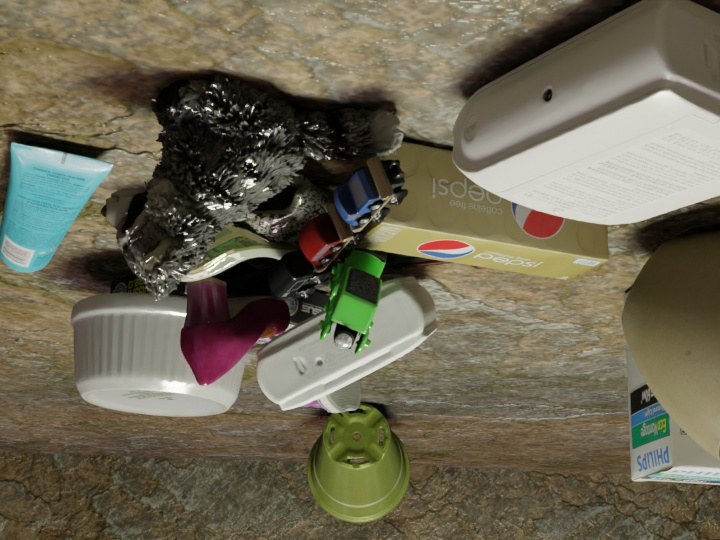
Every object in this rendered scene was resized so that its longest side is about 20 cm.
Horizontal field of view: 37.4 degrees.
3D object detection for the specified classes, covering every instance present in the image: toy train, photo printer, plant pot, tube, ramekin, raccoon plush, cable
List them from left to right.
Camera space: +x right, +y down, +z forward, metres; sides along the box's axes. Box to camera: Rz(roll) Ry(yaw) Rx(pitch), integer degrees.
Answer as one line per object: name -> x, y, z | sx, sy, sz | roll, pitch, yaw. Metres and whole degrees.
tube -> -0.267, -0.054, 0.891 | 0.076, 0.051, 0.200 | 5, 159, -25
ramekin -> -0.213, 0.096, 1.136 | 0.198, 0.096, 0.203 | 2, 163, 1
raccoon plush -> -0.073, -0.050, 0.711 | 0.196, 0.136, 0.097 | -1, 162, 12
cable -> -0.093, -0.014, 1.006 | 0.160, 0.052, 0.200 | -8, 166, 7
toy train -> -0.023, -0.026, 0.775 | 0.045, 0.035, 0.200 | -13, 162, -32
photo printer -> -0.006, 0.066, 1.045 | 0.164, 0.070, 0.200 | -27, 177, 8
plant pot -> -0.006, 0.331, 1.934 | 0.196, 0.203, 0.191 | 2, 151, 2
toy train -> 0.000, 0.000, 0.848 | 0.041, 0.057, 0.201 | 21, -156, -5
photo printer -> 0.167, -0.088, 0.672 | 0.164, 0.071, 0.199 | 12, 161, -31
plant pot -> 0.311, 0.045, 0.939 | 0.134, 0.202, 0.200 | 31, 179, 30

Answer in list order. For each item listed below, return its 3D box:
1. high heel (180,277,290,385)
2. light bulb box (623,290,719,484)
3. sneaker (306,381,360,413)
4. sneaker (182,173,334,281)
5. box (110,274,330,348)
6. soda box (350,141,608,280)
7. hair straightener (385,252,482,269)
high heel -> -0.114, 0.070, 1.027 | 0.066, 0.098, 0.200 | -6, 168, 12
light bulb box -> 0.379, 0.111, 1.073 | 0.194, 0.204, 0.125 | 4, 163, -3
sneaker -> -0.074, 0.177, 1.585 | 0.112, 0.074, 0.201 | 2, 164, 13
sneaker -> -0.110, -0.049, 0.862 | 0.196, 0.078, 0.089 | -9, 151, 14
box -> -0.156, 0.041, 1.185 | 0.198, 0.045, 0.159 | 18, 158, -41
soda box -> 0.093, -0.045, 0.827 | 0.197, 0.069, 0.064 | 9, 163, -21
hair straightener -> 0.075, -0.030, 0.950 | 0.197, 0.042, 0.077 | -1, 163, 26
